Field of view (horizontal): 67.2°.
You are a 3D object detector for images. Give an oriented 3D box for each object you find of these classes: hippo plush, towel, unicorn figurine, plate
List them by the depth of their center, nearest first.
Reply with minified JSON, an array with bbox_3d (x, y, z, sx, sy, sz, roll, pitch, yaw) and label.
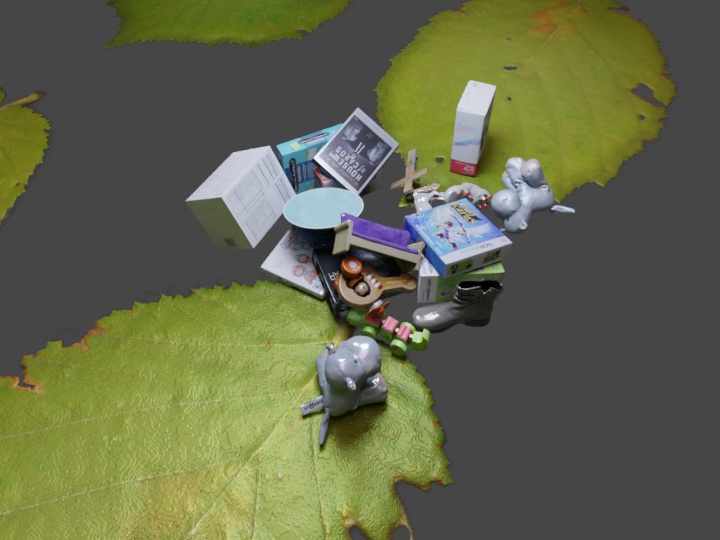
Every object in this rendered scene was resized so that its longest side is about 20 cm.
[{"bbox_3d":[-0.037,0.191,1.065,0.196,0.164,0.160,-27,56,-20],"label":"hippo plush"},{"bbox_3d":[-0.088,-0.142,1.293,0.192,0.026,0.203,-2,34,1],"label":"plate"},{"bbox_3d":[-0.112,-0.125,1.337,0.108,0.050,0.200,-17,37,-21],"label":"towel"},{"bbox_3d":[0.408,-0.170,1.404,0.161,0.159,0.201,-45,105,-11],"label":"hippo plush"},{"bbox_3d":[0.176,-0.150,1.413,0.132,0.076,0.203,-4,35,-3],"label":"unicorn figurine"}]

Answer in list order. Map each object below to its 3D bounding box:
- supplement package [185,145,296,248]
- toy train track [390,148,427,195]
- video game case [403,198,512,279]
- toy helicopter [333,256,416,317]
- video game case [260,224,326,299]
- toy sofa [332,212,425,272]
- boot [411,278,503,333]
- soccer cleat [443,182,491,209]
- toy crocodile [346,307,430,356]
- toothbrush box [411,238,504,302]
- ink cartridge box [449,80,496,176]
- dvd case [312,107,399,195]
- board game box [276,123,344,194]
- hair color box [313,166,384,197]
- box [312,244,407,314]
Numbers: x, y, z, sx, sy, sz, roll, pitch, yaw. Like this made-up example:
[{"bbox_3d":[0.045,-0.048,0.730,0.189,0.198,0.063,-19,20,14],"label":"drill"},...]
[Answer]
[{"bbox_3d":[-0.290,-0.178,1.341,0.148,0.153,0.202,1,44,39],"label":"supplement package"},{"bbox_3d":[0.144,-0.272,1.521,0.112,0.033,0.204,-20,38,27],"label":"toy train track"},{"bbox_3d":[0.221,-0.080,1.252,0.176,0.047,0.201,-16,43,-19],"label":"video game case"},{"bbox_3d":[0.043,0.042,1.190,0.193,0.080,0.135,-5,55,-26],"label":"toy helicopter"},{"bbox_3d":[-0.122,-0.040,1.345,0.177,0.024,0.202,22,55,16],"label":"video game case"},{"bbox_3d":[0.041,-0.065,1.203,0.194,0.082,0.101,15,80,-23],"label":"toy sofa"},{"bbox_3d":[0.209,0.068,1.193,0.192,0.133,0.069,-6,50,-5],"label":"boot"},{"bbox_3d":[0.265,-0.193,1.409,0.196,0.071,0.077,-6,38,-47],"label":"soccer cleat"},{"bbox_3d":[0.060,0.126,1.191,0.195,0.063,0.068,24,54,18],"label":"toy crocodile"},{"bbox_3d":[0.221,-0.010,1.272,0.192,0.088,0.148,-2,42,-4],"label":"toothbrush box"},{"bbox_3d":[0.311,-0.394,1.514,0.083,0.203,0.150,16,52,13],"label":"ink cartridge box"},{"bbox_3d":[-0.010,-0.303,1.396,0.149,0.025,0.202,39,68,-2],"label":"dvd case"},{"bbox_3d":[-0.121,-0.292,1.462,0.195,0.154,0.047,-22,52,-18],"label":"board game box"},{"bbox_3d":[-0.028,-0.248,1.454,0.195,0.113,0.064,-27,55,-20],"label":"hair color box"},{"bbox_3d":[0.000,0.000,1.282,0.193,0.044,0.163,-14,58,-19],"label":"box"}]
